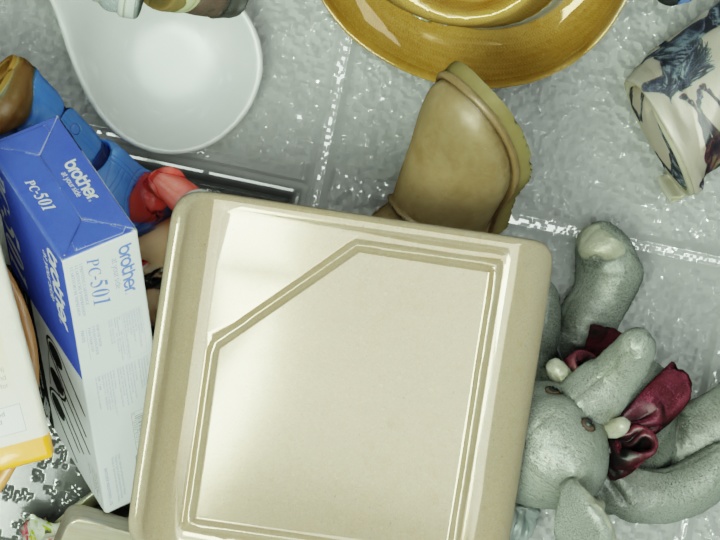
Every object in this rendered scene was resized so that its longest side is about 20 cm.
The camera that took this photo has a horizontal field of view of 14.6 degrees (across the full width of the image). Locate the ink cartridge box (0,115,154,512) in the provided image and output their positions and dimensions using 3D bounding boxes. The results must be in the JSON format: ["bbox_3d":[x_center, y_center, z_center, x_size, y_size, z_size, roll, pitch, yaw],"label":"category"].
[{"bbox_3d":[-0.143,0.026,1.457,0.044,0.094,0.201,-23,141,-17],"label":"ink cartridge box"}]

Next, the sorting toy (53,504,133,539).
[{"bbox_3d":[-0.096,0.253,1.521,0.199,0.070,0.200,18,108,-16],"label":"sorting toy"}]

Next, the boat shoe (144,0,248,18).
[{"bbox_3d":[-0.065,-0.232,1.503,0.065,0.073,0.201,11,103,-43],"label":"boat shoe"}]

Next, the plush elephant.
[{"bbox_3d":[0.123,0.078,1.524,0.165,0.155,0.200,45,95,13],"label":"plush elephant"}]

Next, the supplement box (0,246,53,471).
[{"bbox_3d":[-0.235,0.009,1.382,0.125,0.074,0.201,-14,95,-7],"label":"supplement box"}]

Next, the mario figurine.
[{"bbox_3d":[-0.134,-0.022,1.509,0.200,0.123,0.106,35,93,-15],"label":"mario figurine"}]

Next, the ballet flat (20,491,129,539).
[{"bbox_3d":[-0.098,0.131,1.552,0.199,0.076,0.064,-20,81,-9],"label":"ballet flat"}]

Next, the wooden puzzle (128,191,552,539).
[{"bbox_3d":[-0.010,0.062,1.444,0.199,0.037,0.186,8,97,-7],"label":"wooden puzzle"}]

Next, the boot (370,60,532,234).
[{"bbox_3d":[0.000,0.000,1.494,0.200,0.175,0.066,-41,67,-17],"label":"boot"}]

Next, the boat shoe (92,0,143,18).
[{"bbox_3d":[-0.149,-0.215,1.481,0.064,0.075,0.203,-6,59,-13],"label":"boat shoe"}]

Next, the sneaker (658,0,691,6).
[{"bbox_3d":[0.146,-0.235,1.557,0.089,0.079,0.201,-34,97,-7],"label":"sneaker"}]

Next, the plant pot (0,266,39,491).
[{"bbox_3d":[-0.271,0.048,1.487,0.199,0.140,0.201,-1,94,-8],"label":"plant pot"}]

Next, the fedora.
[{"bbox_3d":[0.051,-0.187,1.516,0.199,0.082,0.202,3,103,13],"label":"fedora"}]

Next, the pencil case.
[{"bbox_3d":[0.238,-0.123,1.576,0.200,0.078,0.090,-35,124,-4],"label":"pencil case"}]

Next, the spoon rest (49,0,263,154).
[{"bbox_3d":[-0.141,-0.146,1.533,0.200,0.061,0.099,41,88,-7],"label":"spoon rest"}]
